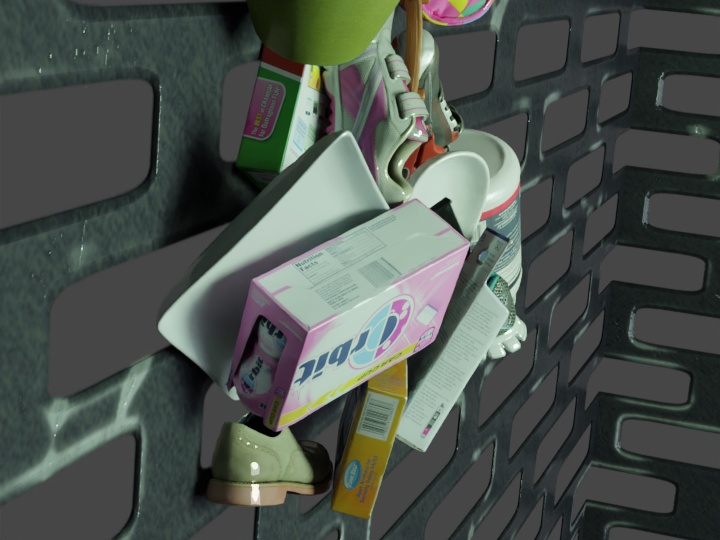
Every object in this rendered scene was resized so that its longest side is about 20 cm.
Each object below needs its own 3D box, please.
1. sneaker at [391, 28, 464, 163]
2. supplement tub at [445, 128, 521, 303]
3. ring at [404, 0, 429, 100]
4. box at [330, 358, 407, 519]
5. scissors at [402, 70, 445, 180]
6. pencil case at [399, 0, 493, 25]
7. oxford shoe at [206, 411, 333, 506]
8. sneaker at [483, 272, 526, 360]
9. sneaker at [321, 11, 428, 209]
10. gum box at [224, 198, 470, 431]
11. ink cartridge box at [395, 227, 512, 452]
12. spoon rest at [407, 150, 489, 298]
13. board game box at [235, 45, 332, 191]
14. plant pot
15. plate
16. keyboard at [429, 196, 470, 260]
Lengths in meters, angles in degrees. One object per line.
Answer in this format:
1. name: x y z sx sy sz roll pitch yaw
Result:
1. sneaker: 0.061 -0.157 1.465 0.201 0.081 0.078 104 -18 -56
2. supplement tub: 0.102 -0.036 1.631 0.141 0.139 0.201 -62 154 -47
3. ring: 0.032 -0.204 1.365 0.200 0.019 0.203 180 -90 -78
4. box: 0.009 0.121 1.365 0.200 0.041 0.120 -91 -164 -71
5. scissors: 0.063 -0.129 1.418 0.200 0.073 0.014 115 -40 -55
6. pencil case: 0.078 -0.274 1.435 0.200 0.087 0.089 -123 -142 -79
7. oxford shoe: -0.068 0.154 1.302 0.200 0.070 0.075 4 89 -74
8. sneaker: 0.071 0.057 1.561 0.078 0.199 0.092 -138 -149 -58
9. sneaker: 0.018 -0.138 1.261 0.081 0.087 0.202 -22 119 -70
10. gum box: -0.013 0.035 1.205 0.199 0.066 0.114 -27 147 -40
11. ink cartridge box: 0.090 0.059 1.421 0.201 0.043 0.196 -57 -176 4
12. spoon rest: 0.066 -0.023 1.396 0.099 0.061 0.201 -16 136 -34
13. board game box: -0.041 -0.156 1.285 0.153 0.040 0.202 46 55 -69
14. plant pot: -0.021 -0.257 1.116 0.201 0.186 0.188 102 10 -45
15. plate: -0.064 -0.005 1.180 0.200 0.032 0.200 -47 156 -6
16. keyboard: 0.000 0.000 1.328 0.199 0.021 0.128 -36 134 -10
